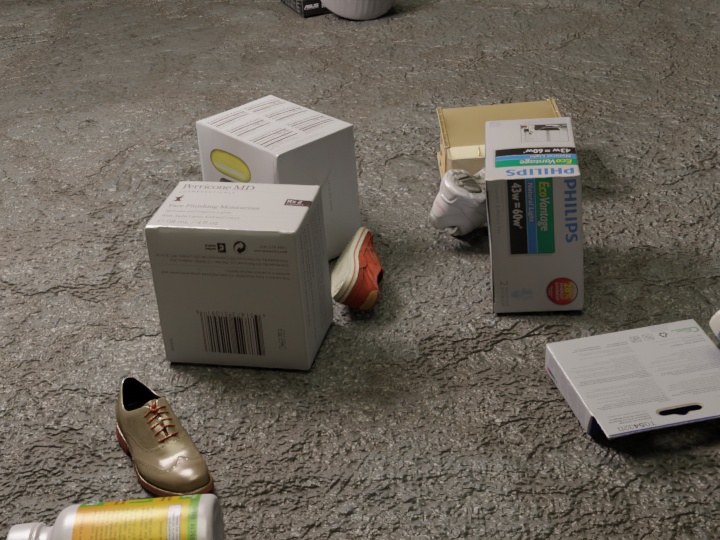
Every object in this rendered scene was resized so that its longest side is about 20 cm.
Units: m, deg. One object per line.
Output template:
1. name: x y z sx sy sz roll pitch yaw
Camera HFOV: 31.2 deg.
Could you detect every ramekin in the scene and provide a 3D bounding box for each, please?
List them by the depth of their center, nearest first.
1. ramekin: -0.005 -0.649 2.863 0.198 0.098 0.202 4 51 -5

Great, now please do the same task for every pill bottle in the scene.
1. pill bottle: -0.232 0.277 1.232 0.197 0.112 0.111 -4 28 0

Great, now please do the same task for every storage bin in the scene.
1. storage bin: 0.226 -0.189 2.047 0.197 0.095 0.199 -4 29 1

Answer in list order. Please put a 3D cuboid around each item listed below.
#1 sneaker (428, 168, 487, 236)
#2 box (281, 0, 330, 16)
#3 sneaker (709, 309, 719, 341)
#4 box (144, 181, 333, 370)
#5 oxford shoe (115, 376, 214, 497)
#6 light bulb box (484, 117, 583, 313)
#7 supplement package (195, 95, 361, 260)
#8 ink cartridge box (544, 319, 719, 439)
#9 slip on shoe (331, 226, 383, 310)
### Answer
1. sneaker: 0.168 -0.095 1.898 0.199 0.100 0.078 2 45 -45
2. box: -0.082 -0.649 2.990 0.191 0.048 0.200 -12 29 -19
3. sneaker: 0.504 0.094 1.511 0.198 0.077 0.112 4 49 -39
4. box: -0.148 0.005 1.628 0.196 0.202 0.131 2 29 13
5. oxford shoe: -0.227 0.187 1.436 0.070 0.076 0.199 -21 33 -29
6. light bulb box: 0.231 -0.076 1.725 0.123 0.200 0.201 -3 27 7
7. supplement package: -0.118 -0.127 1.876 0.146 0.193 0.199 -24 33 -34
8. ink cartridge box: 0.336 0.135 1.486 0.194 0.044 0.201 -8 31 -9
9. slip on shoe: 0.000 0.000 1.773 0.061 0.074 0.200 29 20 -10
